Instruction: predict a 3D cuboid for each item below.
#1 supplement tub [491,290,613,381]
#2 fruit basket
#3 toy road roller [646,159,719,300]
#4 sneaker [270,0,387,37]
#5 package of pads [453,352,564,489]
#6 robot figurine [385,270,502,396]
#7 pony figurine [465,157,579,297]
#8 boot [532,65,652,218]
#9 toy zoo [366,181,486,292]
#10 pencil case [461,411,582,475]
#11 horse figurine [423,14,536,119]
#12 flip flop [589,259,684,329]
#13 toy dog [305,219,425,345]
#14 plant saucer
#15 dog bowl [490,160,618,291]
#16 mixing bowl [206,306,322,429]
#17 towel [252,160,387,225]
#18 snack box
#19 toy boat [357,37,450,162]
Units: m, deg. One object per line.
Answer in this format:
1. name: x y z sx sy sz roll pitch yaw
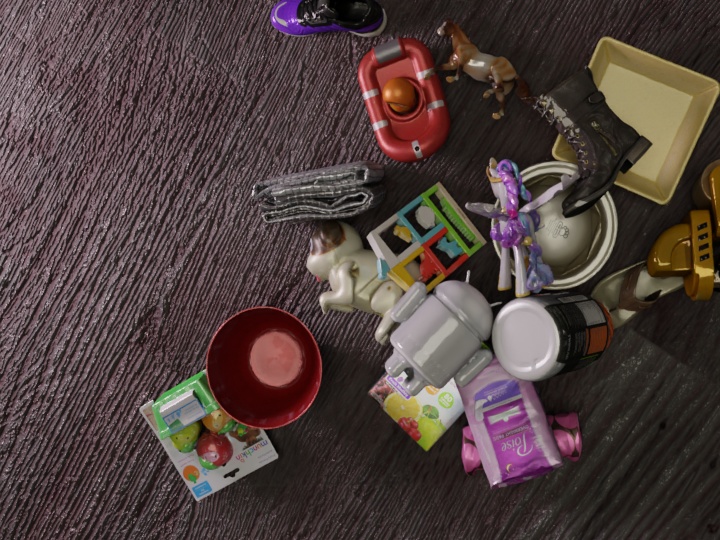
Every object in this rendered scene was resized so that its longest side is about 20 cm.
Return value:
1. supplement tub: 0.298 0.095 1.266 0.121 0.198 0.125 2 93 41
2. fruit basket: -0.270 0.288 1.470 0.183 0.094 0.202 -28 92 12
3. toy road roller: 0.506 -0.057 1.253 0.143 0.123 0.204 -2 81 11
4. sneaker: -0.059 -0.429 1.368 0.196 0.099 0.071 3 93 11
5. package of pads: 0.226 0.226 1.299 0.119 0.076 0.203 -22 71 11
6. robot figurine: 0.124 0.098 1.274 0.169 0.113 0.200 43 90 -6
7. pony figurine: 0.230 -0.069 1.224 0.163 0.193 0.204 -12 95 -4
8. boot: 0.325 -0.195 1.263 0.200 0.069 0.174 -42 82 -16
9. toy zoo: 0.099 -0.041 1.344 0.199 0.020 0.132 -38 86 -29
10. pencil case: 0.263 0.284 1.366 0.196 0.094 0.092 -9 50 12
11. horse figurine: 0.193 -0.317 1.333 0.198 0.133 0.050 28 142 8
12. flip flop: 0.447 0.028 1.322 0.198 0.058 0.082 -28 88 12
13. toy dog: 0.000 0.000 1.372 0.199 0.139 0.196 35 95 8
14. plant saucer: 0.428 -0.234 1.312 0.197 0.048 0.203 24 98 8
15. dog bowl: 0.307 -0.072 1.336 0.196 0.074 0.205 1 94 11
16. mixing bowl: -0.153 0.159 1.424 0.196 0.108 0.205 0 92 7
17. towel: -0.061 -0.122 1.361 0.196 0.166 0.087 -9 98 12
18. snack box: 0.127 0.178 1.399 0.142 0.053 0.200 42 99 3
19. toy boat: 0.067 -0.275 1.339 0.128 0.131 0.204 -18 90 12
